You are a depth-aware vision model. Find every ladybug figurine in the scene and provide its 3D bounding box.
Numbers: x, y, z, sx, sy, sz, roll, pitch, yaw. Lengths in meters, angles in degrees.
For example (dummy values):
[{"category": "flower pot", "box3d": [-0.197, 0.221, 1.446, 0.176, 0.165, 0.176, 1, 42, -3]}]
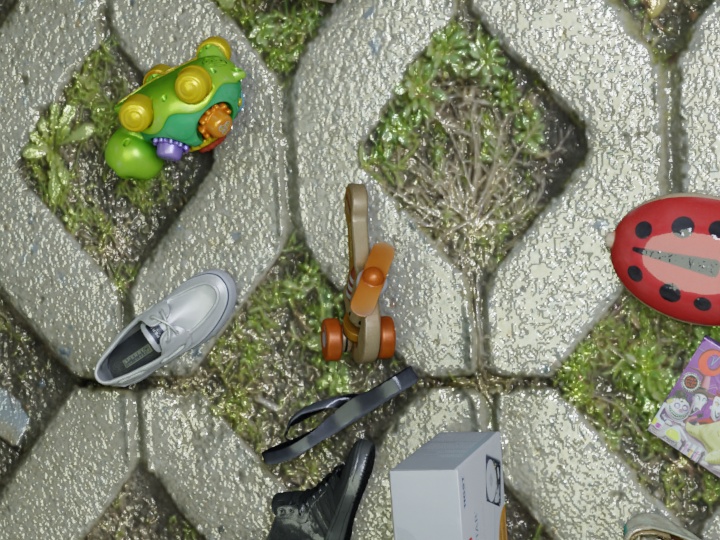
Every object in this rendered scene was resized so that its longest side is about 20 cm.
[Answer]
[{"category": "ladybug figurine", "box3d": [0.349, -0.010, 1.638, 0.198, 0.072, 0.138, 10, 99, 17]}]

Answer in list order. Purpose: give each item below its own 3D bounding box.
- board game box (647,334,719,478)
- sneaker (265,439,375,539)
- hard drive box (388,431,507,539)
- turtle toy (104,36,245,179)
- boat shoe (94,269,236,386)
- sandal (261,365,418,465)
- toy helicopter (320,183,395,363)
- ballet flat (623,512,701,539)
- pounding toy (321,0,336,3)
[{"category": "board game box", "box3d": [0.416, 0.172, 1.660, 0.199, 0.032, 0.121, 33, 100, 13]}, {"category": "sneaker", "box3d": [-0.057, 0.273, 1.808, 0.103, 0.060, 0.202, 20, 106, 12]}, {"category": "hard drive box", "box3d": [0.097, 0.267, 1.684, 0.076, 0.200, 0.158, -3, 96, 18]}, {"category": "turtle toy", "box3d": [-0.209, -0.174, 1.782, 0.198, 0.146, 0.102, -25, 109, 19]}, {"category": "boat shoe", "box3d": [-0.227, 0.074, 1.841, 0.200, 0.065, 0.074, -42, 82, 18]}, {"category": "sandal", "box3d": [-0.027, 0.157, 1.784, 0.199, 0.076, 0.043, -32, 87, 8]}, {"category": "toy helicopter", "box3d": [0.000, 0.000, 1.735, 0.078, 0.132, 0.203, -2, 77, -10]}, {"category": "ballet flat", "box3d": [0.367, 0.321, 1.673, 0.198, 0.062, 0.068, 22, 103, 14]}, {"category": "pounding toy", "box3d": [-0.039, -0.391, 1.667, 0.141, 0.184, 0.202, 28, 103, 13]}]
